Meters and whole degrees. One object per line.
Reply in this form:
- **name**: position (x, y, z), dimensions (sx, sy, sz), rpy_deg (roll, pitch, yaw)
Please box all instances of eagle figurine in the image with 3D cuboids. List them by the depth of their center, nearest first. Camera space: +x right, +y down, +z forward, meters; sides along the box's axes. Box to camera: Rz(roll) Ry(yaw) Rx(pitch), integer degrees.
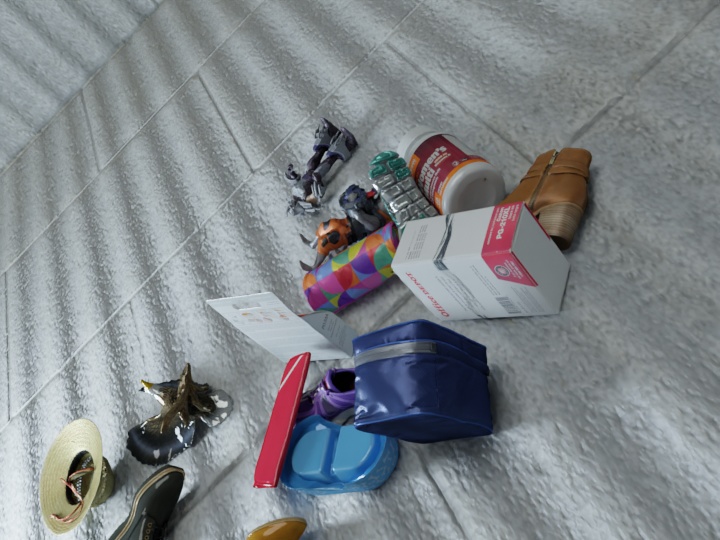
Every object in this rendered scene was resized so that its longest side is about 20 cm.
- **eagle figurine**: position (-0.328, 0.239, 1.513), dimensions (0.150, 0.153, 0.200), rpy_deg (-23, -15, -34)

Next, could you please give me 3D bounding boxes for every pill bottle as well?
- **pill bottle**: position (0.137, -0.153, 1.371), dimensions (0.110, 0.109, 0.200), rpy_deg (-45, 37, 4)

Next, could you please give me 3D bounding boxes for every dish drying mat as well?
- **dish drying mat**: position (-0.117, 0.222, 1.291), dimensions (0.076, 0.018, 0.204), rpy_deg (-23, 46, 56)

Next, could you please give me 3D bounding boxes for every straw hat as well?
- **straw hat**: position (-0.492, 0.378, 1.564), dimensions (0.198, 0.084, 0.206), rpy_deg (-19, 58, 34)

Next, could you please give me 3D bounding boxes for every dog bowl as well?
- **dog bowl**: position (-0.029, 0.262, 1.227), dimensions (0.197, 0.049, 0.114), rpy_deg (-16, 48, 35)

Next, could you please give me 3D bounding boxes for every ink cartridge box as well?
- **ink cartridge box**: position (0.163, -0.007, 1.186), dimensions (0.197, 0.145, 0.086), rpy_deg (-7, 51, 41)
- **ink cartridge box**: position (-0.122, 0.076, 1.356), dimensions (0.158, 0.200, 0.048), rpy_deg (-8, 52, 40)

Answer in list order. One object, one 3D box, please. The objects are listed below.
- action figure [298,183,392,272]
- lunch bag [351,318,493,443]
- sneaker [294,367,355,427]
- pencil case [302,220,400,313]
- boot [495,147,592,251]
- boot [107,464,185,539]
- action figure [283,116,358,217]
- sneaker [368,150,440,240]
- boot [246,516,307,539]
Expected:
- **action figure**: position (-0.016, -0.081, 1.508), dimensions (0.191, 0.106, 0.200), rpy_deg (-31, 13, 12)
- **lunch bag**: position (0.084, 0.139, 1.105), dimensions (0.134, 0.198, 0.136), rpy_deg (-15, 66, 33)
- **sneaker**: position (-0.041, 0.178, 1.283), dimensions (0.197, 0.083, 0.082), rpy_deg (-27, 41, 31)
- **pencil case**: position (0.000, 0.000, 1.400), dimensions (0.197, 0.088, 0.090), rpy_deg (-29, 41, 25)
- **boot**: position (0.239, -0.105, 1.261), dimensions (0.196, 0.074, 0.158), rpy_deg (4, 61, 33)
- **boot**: position (-0.322, 0.427, 1.369), dimensions (0.203, 0.077, 0.138), rpy_deg (-59, 40, 8)
- **action figure**: position (-0.092, -0.189, 1.672), dimensions (0.129, 0.069, 0.203), rpy_deg (25, 81, 43)
- **sneaker**: position (0.080, -0.089, 1.352), dimensions (0.076, 0.204, 0.091), rpy_deg (-24, -4, 5)
- **boot**: position (-0.138, 0.440, 1.175), dimensions (0.200, 0.070, 0.146), rpy_deg (-38, 44, 20)
